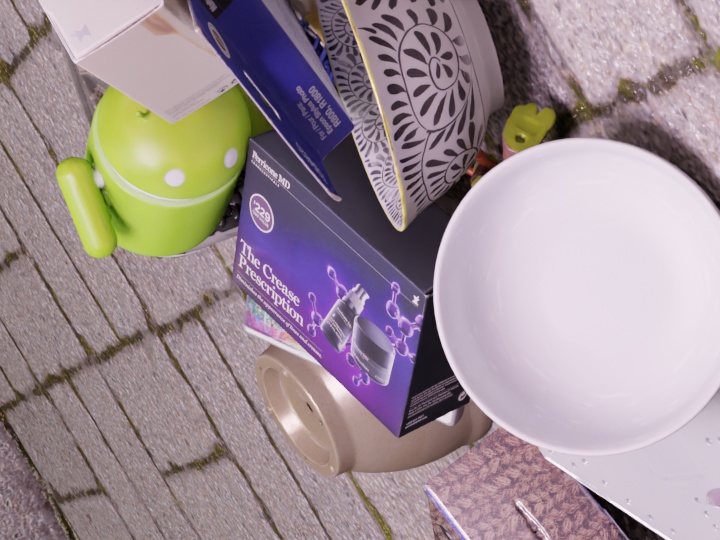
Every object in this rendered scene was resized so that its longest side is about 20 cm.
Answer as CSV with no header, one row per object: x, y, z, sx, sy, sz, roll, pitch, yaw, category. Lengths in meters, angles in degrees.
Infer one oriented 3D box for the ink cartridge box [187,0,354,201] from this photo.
-0.074,-0.171,1.535,0.200,0.040,0.201,50,-170,-46,ink cartridge box

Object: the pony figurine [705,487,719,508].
0.292,0.242,1.431,0.192,0.167,0.200,28,-177,-17,pony figurine

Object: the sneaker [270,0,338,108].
-0.048,-0.167,1.730,0.115,0.081,0.200,34,165,34,sneaker

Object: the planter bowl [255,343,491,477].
-0.003,0.090,1.907,0.200,0.134,0.201,47,157,27,planter bowl

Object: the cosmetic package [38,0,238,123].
-0.148,-0.173,1.494,0.106,0.071,0.200,60,-173,12,cosmetic package

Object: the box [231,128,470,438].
0.000,0.000,1.647,0.200,0.079,0.142,42,137,32,box

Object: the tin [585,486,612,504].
0.154,0.079,1.675,0.112,0.042,0.201,5,125,60,tin

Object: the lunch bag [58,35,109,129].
-0.146,-0.181,1.812,0.118,0.164,0.201,42,153,36,lunch bag

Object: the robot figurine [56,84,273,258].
-0.146,-0.085,1.693,0.116,0.175,0.200,59,157,14,robot figurine

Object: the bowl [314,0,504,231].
0.039,-0.135,1.520,0.201,0.094,0.202,162,90,-85,bowl

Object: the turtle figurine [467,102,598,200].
0.116,-0.041,1.555,0.200,0.064,0.162,49,157,25,turtle figurine

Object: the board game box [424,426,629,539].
0.138,0.221,1.765,0.160,0.097,0.200,51,172,18,board game box

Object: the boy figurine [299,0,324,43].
-0.007,-0.180,1.648,0.124,0.064,0.201,25,138,51,boy figurine

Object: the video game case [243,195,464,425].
0.004,0.005,1.757,0.199,0.024,0.183,23,124,22,video game case

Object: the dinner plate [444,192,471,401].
0.036,0.015,1.773,0.199,0.024,0.201,13,117,27,dinner plate

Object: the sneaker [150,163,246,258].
-0.098,-0.064,1.835,0.079,0.199,0.074,-8,100,58,sneaker

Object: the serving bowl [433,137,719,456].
0.149,0.014,1.445,0.201,0.200,0.066,56,-162,5,serving bowl

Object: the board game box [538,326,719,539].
0.211,0.111,1.545,0.199,0.026,0.201,33,148,25,board game box
